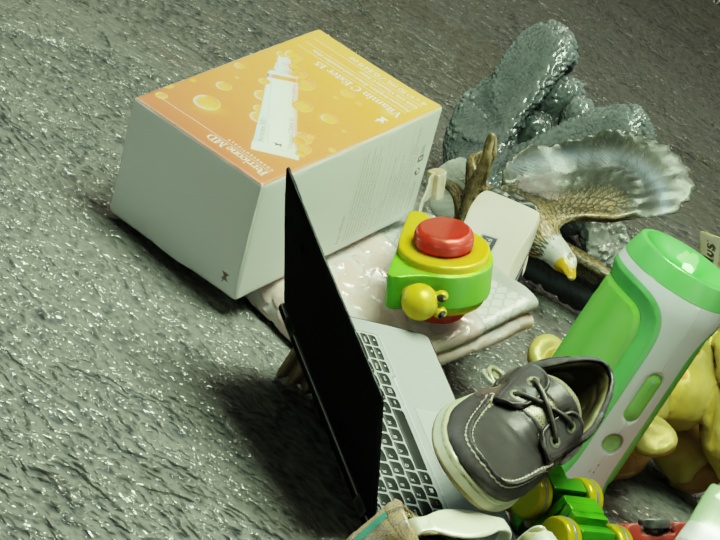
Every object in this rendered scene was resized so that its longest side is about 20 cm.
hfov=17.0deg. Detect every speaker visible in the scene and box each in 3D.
[{"bbox_3d":[0.166,0.074,1.618,0.088,0.200,0.088,29,17,-10],"label":"speaker"}]

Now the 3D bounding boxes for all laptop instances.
[{"bbox_3d":[0.027,0.060,1.489,0.200,0.116,0.188,14,40,-38],"label":"laptop"}]

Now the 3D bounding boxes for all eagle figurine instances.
[{"bbox_3d":[0.164,-0.036,2.036,0.199,0.152,0.151,1,68,-30],"label":"eagle figurine"}]

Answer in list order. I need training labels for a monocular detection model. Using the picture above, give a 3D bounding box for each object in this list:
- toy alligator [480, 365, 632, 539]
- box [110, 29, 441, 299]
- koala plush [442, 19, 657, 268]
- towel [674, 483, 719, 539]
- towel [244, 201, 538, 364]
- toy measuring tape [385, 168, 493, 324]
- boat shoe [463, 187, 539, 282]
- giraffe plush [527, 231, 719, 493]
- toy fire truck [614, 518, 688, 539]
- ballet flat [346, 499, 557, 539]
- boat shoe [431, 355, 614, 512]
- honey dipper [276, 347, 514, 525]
[{"bbox_3d":[0.115,0.147,1.535,0.059,0.054,0.200,12,34,-40],"label":"toy alligator"},{"bbox_3d":[-0.058,-0.079,1.697,0.124,0.098,0.200,34,38,25],"label":"box"},{"bbox_3d":[0.181,-0.094,2.246,0.178,0.184,0.200,52,4,29],"label":"koala plush"},{"bbox_3d":[0.241,0.222,1.460,0.149,0.031,0.200,29,45,10],"label":"towel"},{"bbox_3d":[0.000,0.000,1.725,0.191,0.032,0.200,-18,47,-39],"label":"towel"},{"bbox_3d":[0.064,-0.017,1.692,0.073,0.074,0.200,30,28,-5],"label":"toy measuring tape"},{"bbox_3d":[0.078,0.030,1.819,0.074,0.093,0.200,24,45,17],"label":"boat shoe"},{"bbox_3d":[0.211,0.091,1.757,0.172,0.201,0.162,7,23,42],"label":"giraffe plush"},{"bbox_3d":[0.232,0.190,1.614,0.199,0.049,0.141,0,-7,-21],"label":"toy fire truck"},{"bbox_3d":[0.080,0.178,1.408,0.200,0.067,0.068,19,23,-37],"label":"ballet flat"},{"bbox_3d":[0.103,0.089,1.462,0.072,0.065,0.200,54,24,7],"label":"boat shoe"},{"bbox_3d":[0.037,0.108,1.584,0.200,0.038,0.038,34,17,-2],"label":"honey dipper"}]
